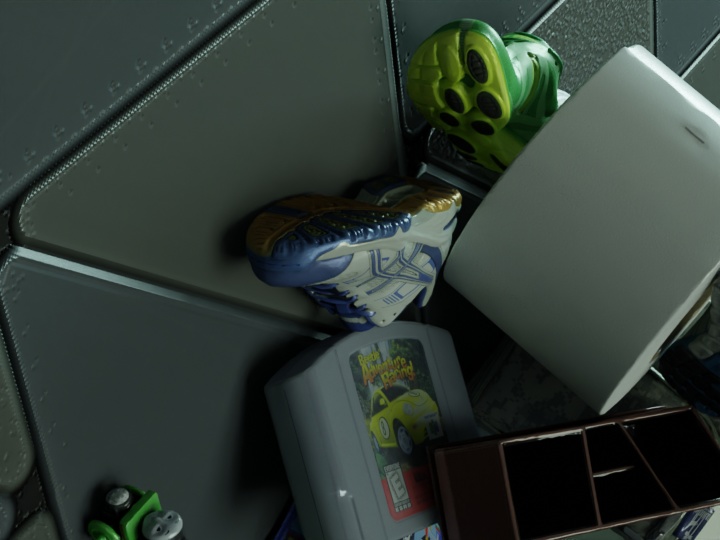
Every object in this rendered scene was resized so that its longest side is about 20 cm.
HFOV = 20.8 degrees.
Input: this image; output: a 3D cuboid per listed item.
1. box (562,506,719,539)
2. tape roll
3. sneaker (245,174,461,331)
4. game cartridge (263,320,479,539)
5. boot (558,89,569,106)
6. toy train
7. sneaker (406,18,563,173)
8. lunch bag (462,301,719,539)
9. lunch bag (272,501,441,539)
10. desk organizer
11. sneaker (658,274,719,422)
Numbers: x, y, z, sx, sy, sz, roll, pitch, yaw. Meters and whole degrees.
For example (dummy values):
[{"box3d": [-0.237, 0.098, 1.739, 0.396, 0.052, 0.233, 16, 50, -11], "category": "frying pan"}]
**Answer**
[{"box3d": [0.196, 0.219, 1.500, 0.068, 0.199, 0.082, 48, 62, -27], "category": "box"}, {"box3d": [0.169, -0.025, 1.272, 0.203, 0.139, 0.203, -46, 169, -11], "category": "tape roll"}, {"box3d": [0.000, 0.000, 1.180, 0.200, 0.075, 0.089, -14, 118, -56], "category": "sneaker"}, {"box3d": [0.015, 0.101, 1.241, 0.200, 0.041, 0.134, -11, 81, -59], "category": "game cartridge"}, {"box3d": [0.184, -0.067, 1.435, 0.074, 0.095, 0.200, -66, 150, -11], "category": "boot"}, {"box3d": [-0.108, 0.201, 1.124, 0.042, 0.056, 0.201, -47, 143, -36], "category": "toy train"}, {"box3d": [0.083, -0.123, 1.264, 0.084, 0.074, 0.200, -68, 161, -9], "category": "sneaker"}, {"box3d": [0.185, 0.091, 1.411, 0.168, 0.200, 0.139, -50, 171, -17], "category": "lunch bag"}, {"box3d": [-0.004, 0.207, 1.292, 0.151, 0.094, 0.201, 56, 44, -49], "category": "lunch bag"}, {"box3d": [0.149, 0.130, 1.254, 0.199, 0.077, 0.072, -7, 84, -32], "category": "desk organizer"}, {"box3d": [0.256, 0.031, 1.259, 0.087, 0.075, 0.200, -50, 171, -27], "category": "sneaker"}]
